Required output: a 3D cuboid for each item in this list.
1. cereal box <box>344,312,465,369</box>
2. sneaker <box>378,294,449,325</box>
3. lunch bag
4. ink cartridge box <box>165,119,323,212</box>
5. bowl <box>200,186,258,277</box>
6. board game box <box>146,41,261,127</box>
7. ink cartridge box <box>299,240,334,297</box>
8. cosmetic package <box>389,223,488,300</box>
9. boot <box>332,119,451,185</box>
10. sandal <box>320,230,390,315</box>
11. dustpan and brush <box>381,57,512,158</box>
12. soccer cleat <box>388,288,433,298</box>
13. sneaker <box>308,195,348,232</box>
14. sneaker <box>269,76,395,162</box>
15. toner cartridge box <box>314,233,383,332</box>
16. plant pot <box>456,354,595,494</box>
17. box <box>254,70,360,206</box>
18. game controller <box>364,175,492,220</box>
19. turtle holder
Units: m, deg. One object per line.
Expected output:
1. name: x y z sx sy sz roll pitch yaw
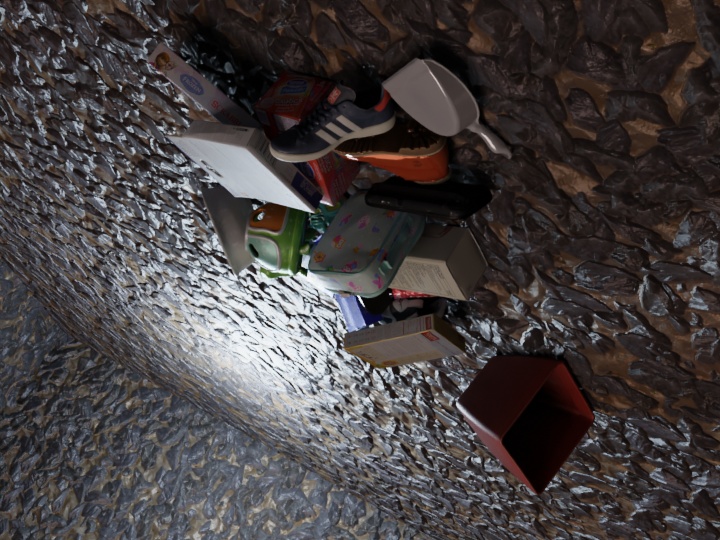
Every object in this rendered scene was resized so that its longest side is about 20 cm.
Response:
1. cereal box: 0.087 0.141 1.583 0.198 0.040 0.144 -14 150 27
2. sneaker: 0.136 0.101 1.625 0.129 0.080 0.199 -9 144 38
3. lunch bag: 0.013 -0.043 1.390 0.159 0.201 0.077 7 146 40
4. ink cartridge box: -0.187 -0.172 1.326 0.199 0.041 0.200 14 162 37
5. bowl: -0.257 -0.095 1.705 0.201 0.090 0.203 158 90 -85
6. board game box: -0.255 -0.290 1.373 0.200 0.041 0.200 39 -178 -8
7. ink cartridge box: -0.096 -0.011 1.762 0.199 0.042 0.119 32 155 2
8. cosmetic package: 0.110 -0.022 1.441 0.199 0.087 0.104 10 144 42
9. boot: 0.046 -0.177 1.262 0.198 0.075 0.107 10 152 28
10. sandal: 0.000 0.000 1.501 0.201 0.075 0.045 55 169 -23
11. dustpan and brush: 0.134 -0.217 1.136 0.200 0.057 0.139 48 163 -12
12. soccer cleat: 0.103 0.029 1.546 0.199 0.077 0.067 12 148 41
13. sneaker: -0.068 -0.116 1.488 0.077 0.080 0.200 -9 135 45
14. sneaker: -0.044 -0.227 1.187 0.075 0.199 0.085 53 160 41
15. toner cartridge box: -0.024 0.017 1.600 0.202 0.043 0.095 69 157 4
16. plant pot: 0.312 0.281 1.620 0.176 0.200 0.200 22 155 51
17. box: -0.082 -0.213 1.333 0.099 0.096 0.201 20 150 29
18. game controller: 0.104 -0.116 1.274 0.199 0.104 0.043 13 115 38
19. turtle holder: -0.159 -0.062 1.621 0.130 0.142 0.186 9 169 -2
